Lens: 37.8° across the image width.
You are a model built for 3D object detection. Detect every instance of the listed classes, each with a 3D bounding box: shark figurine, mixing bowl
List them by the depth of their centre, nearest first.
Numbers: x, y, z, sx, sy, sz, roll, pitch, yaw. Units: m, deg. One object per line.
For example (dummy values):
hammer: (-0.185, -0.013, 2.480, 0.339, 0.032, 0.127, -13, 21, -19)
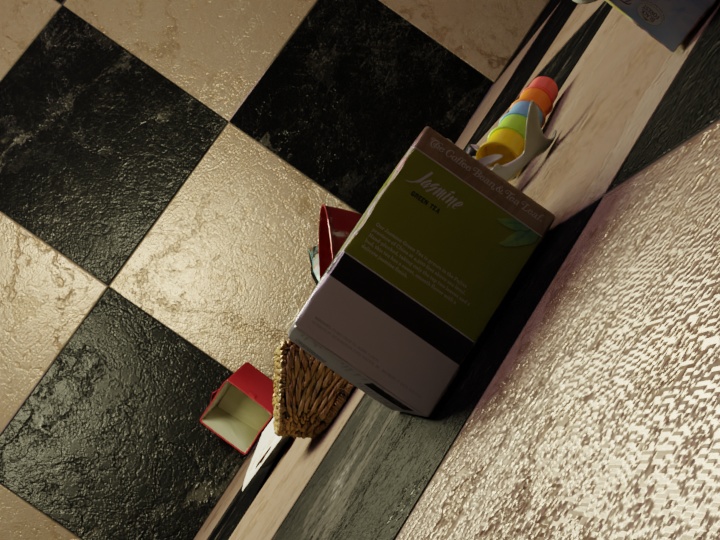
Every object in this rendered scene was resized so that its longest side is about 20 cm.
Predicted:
shark figurine: (0.124, -0.124, 1.220, 0.214, 0.089, 0.129, -3, 57, 57)
mixing bowl: (0.000, 0.000, 1.559, 0.200, 0.107, 0.202, 177, 90, -82)

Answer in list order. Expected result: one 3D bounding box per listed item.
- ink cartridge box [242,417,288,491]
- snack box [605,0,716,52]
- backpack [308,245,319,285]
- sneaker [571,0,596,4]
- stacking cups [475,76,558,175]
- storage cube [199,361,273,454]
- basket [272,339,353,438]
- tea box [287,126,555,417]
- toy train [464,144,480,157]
ink cartridge box: (-0.156, 0.330, 2.061, 0.163, 0.050, 0.200, -54, 11, 26)
snack box: (0.215, -0.274, 0.891, 0.068, 0.168, 0.200, -51, 3, 25)
backpack: (-0.057, 0.011, 2.933, 0.152, 0.177, 0.200, -24, 22, 12)
sneaker: (0.384, -0.470, 1.645, 0.200, 0.073, 0.112, -48, -3, -13)
stacking cups: (0.213, -0.191, 1.359, 0.200, 0.060, 0.061, -53, 0, -42)
storage cube: (-0.349, 0.413, 3.190, 0.171, 0.199, 0.180, -55, -4, 19)
basket: (-0.057, 0.185, 1.605, 0.200, 0.148, 0.144, 133, 139, -77)
tea box: (0.043, 0.009, 0.917, 0.197, 0.133, 0.200, -55, 2, -9)
toy train: (0.117, -0.081, 1.471, 0.201, 0.085, 0.114, -58, 8, 20)
